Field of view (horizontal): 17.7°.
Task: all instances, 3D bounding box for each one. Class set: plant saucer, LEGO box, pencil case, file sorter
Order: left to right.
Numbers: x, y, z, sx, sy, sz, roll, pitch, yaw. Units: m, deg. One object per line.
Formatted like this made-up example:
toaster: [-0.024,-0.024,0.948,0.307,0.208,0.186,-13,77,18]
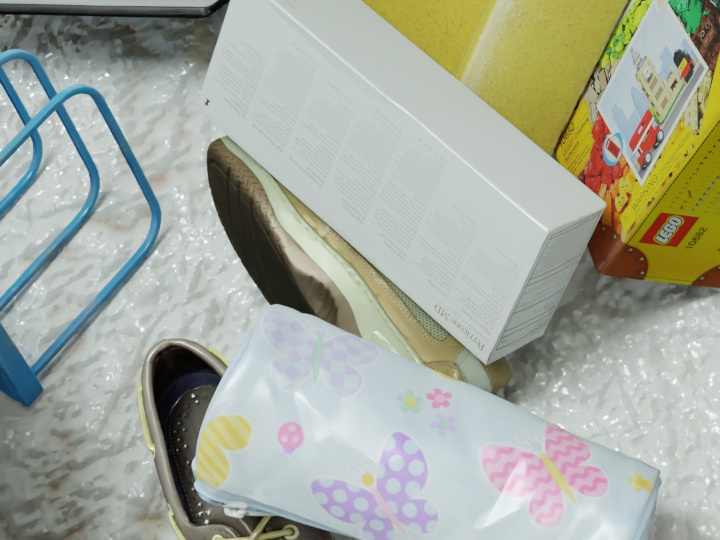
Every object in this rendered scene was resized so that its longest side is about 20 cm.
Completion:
file sorter: [-0.219,-0.054,1.170,0.199,0.139,0.123,29,67,32]
pencil case: [0.028,0.089,0.983,0.199,0.083,0.091,22,60,8]
plant saucer: [0.041,-0.147,1.108,0.048,0.201,0.200,-2,42,-34]
LEGO box: [0.163,-0.113,1.033,0.077,0.200,0.150,6,48,-27]

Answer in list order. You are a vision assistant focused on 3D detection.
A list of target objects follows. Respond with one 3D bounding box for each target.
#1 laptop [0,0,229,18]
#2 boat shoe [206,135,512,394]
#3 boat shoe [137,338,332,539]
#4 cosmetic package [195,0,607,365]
laptop: [-0.132,-0.223,1.256,0.186,0.117,0.200,3,25,22]
boat shoe: [0.000,0.000,1.106,0.076,0.072,0.200,-28,59,-18]
boat shoe: [-0.050,0.115,1.043,0.072,0.060,0.201,-27,53,0]
cosmetic package: [0.015,-0.054,1.064,0.200,0.083,0.051,42,39,22]
